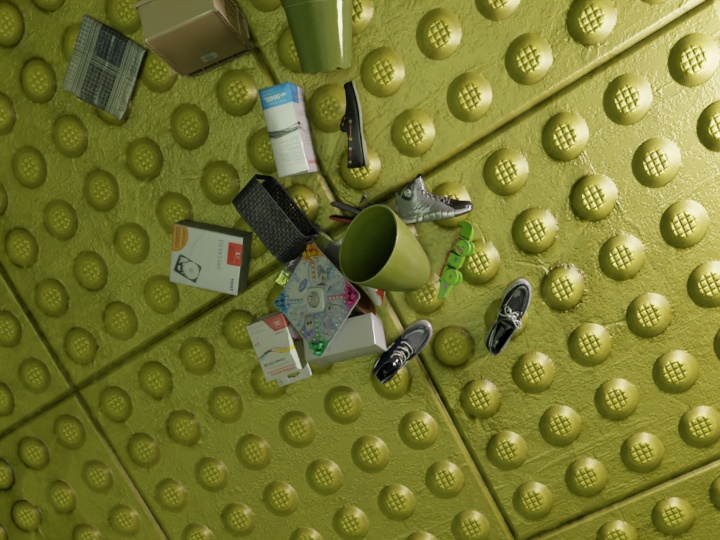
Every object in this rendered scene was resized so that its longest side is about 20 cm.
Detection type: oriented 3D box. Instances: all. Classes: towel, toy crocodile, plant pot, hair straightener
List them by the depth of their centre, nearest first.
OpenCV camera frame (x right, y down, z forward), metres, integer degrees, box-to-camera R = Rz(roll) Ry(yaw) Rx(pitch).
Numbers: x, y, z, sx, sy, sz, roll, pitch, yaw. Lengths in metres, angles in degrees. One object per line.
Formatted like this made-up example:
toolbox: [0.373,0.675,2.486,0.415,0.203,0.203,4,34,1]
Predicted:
plant pot: [-0.091,-0.562,1.219,0.192,0.201,0.197,-4,112,9]
plant pot: [0.080,-0.029,1.279,0.197,0.188,0.189,26,109,-41]
hair straightener: [0.012,-0.151,1.325,0.194,0.041,0.080,14,109,22]
toy crocodile: [0.237,-0.022,1.328,0.060,0.067,0.206,26,102,21]
towel: [-0.666,-0.523,1.380,0.188,0.035,0.205,27,101,-1]
towel: [-0.125,-0.006,1.405,0.143,0.023,0.201,39,104,-2]

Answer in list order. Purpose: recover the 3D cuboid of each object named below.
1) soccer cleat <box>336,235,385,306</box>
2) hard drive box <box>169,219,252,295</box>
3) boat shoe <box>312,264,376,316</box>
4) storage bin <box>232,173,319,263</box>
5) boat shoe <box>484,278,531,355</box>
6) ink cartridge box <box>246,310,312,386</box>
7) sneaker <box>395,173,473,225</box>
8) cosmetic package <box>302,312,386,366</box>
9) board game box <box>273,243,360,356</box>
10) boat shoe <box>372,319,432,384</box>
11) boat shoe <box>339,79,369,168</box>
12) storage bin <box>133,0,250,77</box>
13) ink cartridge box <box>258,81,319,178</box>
soccer cleat: [0.000,0.000,1.353,0.083,0.068,0.206,-21,95,-21]
hard drive box: [-0.398,-0.037,1.410,0.192,0.077,0.162,10,103,6]
boat shoe: [-0.046,0.062,1.379,0.200,0.071,0.070,44,122,-14]
storage bin: [-0.210,-0.130,1.323,0.093,0.135,0.201,-42,86,15]
boat shoe: [0.373,0.120,1.334,0.072,0.068,0.203,29,103,1]
ink cartridge box: [-0.217,0.220,1.439,0.113,0.068,0.206,-19,98,11]
sneaker: [0.175,-0.182,1.302,0.193,0.075,0.120,-8,98,11]
cosmetic package: [-0.040,0.183,1.370,0.193,0.108,0.088,-16,67,13]
board game box: [-0.116,0.073,1.318,0.200,0.026,0.203,45,113,26]
boat shoe: [0.111,0.217,1.378,0.075,0.093,0.200,43,104,-2]
boat shoe: [-0.021,-0.354,1.294,0.061,0.074,0.209,-7,105,1]
storage bin: [-0.382,-0.565,1.245,0.194,0.198,0.097,-18,81,10]
ink cartridge box: [-0.168,-0.334,1.282,0.081,0.146,0.208,-10,100,9]
